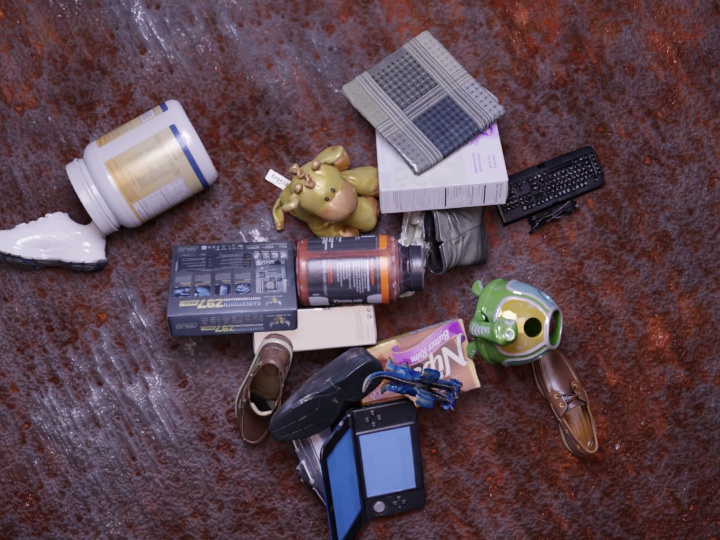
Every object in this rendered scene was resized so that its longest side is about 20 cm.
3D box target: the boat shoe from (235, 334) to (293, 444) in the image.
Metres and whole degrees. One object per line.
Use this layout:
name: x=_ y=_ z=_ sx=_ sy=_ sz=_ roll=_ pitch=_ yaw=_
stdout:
boat shoe: x=-0.156 y=0.198 z=1.293 sx=0.073 sy=0.075 sz=0.205 roll=13 pitch=120 yaw=-4

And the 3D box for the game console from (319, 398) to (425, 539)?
game console: x=0.023 y=0.324 z=1.302 sx=0.167 sy=0.118 sz=0.204 roll=-9 pitch=109 yaw=-7

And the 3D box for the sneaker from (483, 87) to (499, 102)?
sneaker: x=0.126 y=-0.277 z=1.390 sx=0.197 sy=0.071 sz=0.101 roll=19 pitch=85 yaw=2

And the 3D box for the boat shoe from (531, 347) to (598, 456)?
boat shoe: x=0.348 y=0.214 z=1.393 sx=0.071 sy=0.068 sz=0.203 roll=-23 pitch=90 yaw=-6

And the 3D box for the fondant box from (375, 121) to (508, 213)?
fondant box: x=0.124 y=-0.169 z=1.322 sx=0.196 sy=0.059 sz=0.146 roll=-4 pitch=53 yaw=1

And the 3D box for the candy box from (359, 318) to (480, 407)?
candy box: x=0.086 y=0.162 z=1.374 sx=0.197 sy=0.056 sz=0.119 roll=-16 pitch=90 yaw=-5

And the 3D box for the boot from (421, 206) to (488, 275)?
boot: x=0.148 y=-0.098 z=1.351 sx=0.130 sy=0.067 sz=0.204 roll=-6 pitch=89 yaw=-49

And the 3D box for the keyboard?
keyboard: x=0.327 y=-0.135 z=1.420 sx=0.197 sy=0.040 sz=0.106 roll=-22 pitch=89 yaw=-6

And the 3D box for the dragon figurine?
dragon figurine: x=0.086 y=0.174 z=1.277 sx=0.098 sy=0.199 sz=0.060 roll=12 pitch=84 yaw=32

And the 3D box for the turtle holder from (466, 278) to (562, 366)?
turtle holder: x=0.242 y=0.078 z=1.324 sx=0.130 sy=0.186 sz=0.143 roll=6 pitch=67 yaw=30

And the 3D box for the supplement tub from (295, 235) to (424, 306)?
supplement tub: x=0.000 y=0.000 z=1.305 sx=0.196 sy=0.107 sz=0.109 roll=-2 pitch=88 yaw=3

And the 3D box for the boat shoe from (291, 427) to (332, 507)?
boat shoe: x=-0.070 y=0.316 z=1.346 sx=0.067 sy=0.072 sz=0.203 roll=-17 pitch=101 yaw=17

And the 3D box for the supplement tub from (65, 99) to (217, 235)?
supplement tub: x=-0.337 y=-0.157 z=1.297 sx=0.198 sy=0.144 sz=0.146 roll=-30 pitch=91 yaw=-6

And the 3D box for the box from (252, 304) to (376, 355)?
box: x=-0.076 y=0.092 z=1.347 sx=0.196 sy=0.082 sz=0.070 roll=-4 pitch=89 yaw=-8

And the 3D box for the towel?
towel: x=0.097 y=-0.266 z=1.319 sx=0.191 sy=0.035 sz=0.201 roll=-36 pitch=74 yaw=-15

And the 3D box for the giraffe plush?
giraffe plush: x=-0.056 y=-0.125 z=1.315 sx=0.196 sy=0.162 sz=0.176 roll=13 pitch=86 yaw=-6

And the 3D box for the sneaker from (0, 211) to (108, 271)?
sneaker: x=-0.498 y=-0.048 z=1.321 sx=0.196 sy=0.075 sz=0.089 roll=4 pitch=75 yaw=-13

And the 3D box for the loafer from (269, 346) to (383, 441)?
loafer: x=-0.058 y=0.191 z=1.297 sx=0.198 sy=0.072 sz=0.074 roll=-31 pitch=121 yaw=-10

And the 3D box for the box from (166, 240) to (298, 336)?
box: x=-0.198 y=0.026 z=1.306 sx=0.196 sy=0.159 sz=0.052 roll=-3 pitch=133 yaw=-6

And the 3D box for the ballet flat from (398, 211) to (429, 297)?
ballet flat: x=0.098 y=-0.053 z=1.379 sx=0.070 sy=0.072 sz=0.204 roll=14 pitch=86 yaw=-5
